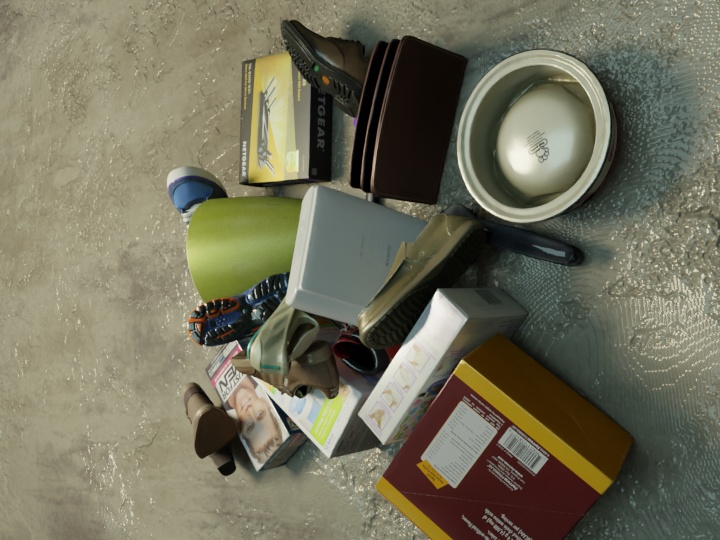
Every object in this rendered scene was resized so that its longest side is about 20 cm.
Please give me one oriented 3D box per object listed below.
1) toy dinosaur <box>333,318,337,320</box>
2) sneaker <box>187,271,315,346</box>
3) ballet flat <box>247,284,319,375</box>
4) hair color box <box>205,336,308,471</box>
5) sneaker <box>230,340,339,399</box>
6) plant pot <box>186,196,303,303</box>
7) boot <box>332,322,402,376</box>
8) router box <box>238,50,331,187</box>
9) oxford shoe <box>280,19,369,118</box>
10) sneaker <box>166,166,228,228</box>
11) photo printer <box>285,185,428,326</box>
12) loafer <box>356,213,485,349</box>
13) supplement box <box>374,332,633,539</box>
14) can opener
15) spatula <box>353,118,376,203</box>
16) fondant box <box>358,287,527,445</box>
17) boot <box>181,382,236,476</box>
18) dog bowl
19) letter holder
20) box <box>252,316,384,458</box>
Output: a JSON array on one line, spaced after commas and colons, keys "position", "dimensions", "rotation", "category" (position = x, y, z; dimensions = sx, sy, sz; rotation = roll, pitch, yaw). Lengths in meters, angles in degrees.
[{"position": [0.000, 0.000, 1.096], "dimensions": [0.058, 0.100, 0.201], "rotation": [129, 151, -53], "category": "toy dinosaur"}, {"position": [-0.142, 0.054, 1.111], "dimensions": [0.078, 0.198, 0.076], "rotation": [130, 127, -78], "category": "sneaker"}, {"position": [-0.074, 0.054, 1.029], "dimensions": [0.069, 0.070, 0.201], "rotation": [-10, 39, 40], "category": "ballet flat"}, {"position": [-0.163, 0.204, 1.267], "dimensions": [0.100, 0.060, 0.201], "rotation": [-50, 60, 28], "category": "hair color box"}, {"position": [-0.106, 0.141, 1.081], "dimensions": [0.199, 0.070, 0.076], "rotation": [-7, 104, 49], "category": "sneaker"}, {"position": [-0.120, -0.033, 1.175], "dimensions": [0.199, 0.187, 0.189], "rotation": [-11, 82, 25], "category": "plant pot"}, {"position": [-0.010, 0.070, 1.085], "dimensions": [0.200, 0.144, 0.073], "rotation": [40, 115, 36], "category": "boot"}, {"position": [-0.118, -0.235, 1.245], "dimensions": [0.156, 0.052, 0.202], "rotation": [0, 89, 40], "category": "router box"}, {"position": [-0.038, -0.301, 1.141], "dimensions": [0.084, 0.073, 0.200], "rotation": [-39, 69, -17], "category": "oxford shoe"}, {"position": [-0.233, -0.054, 1.249], "dimensions": [0.080, 0.200, 0.147], "rotation": [-19, 58, 5], "category": "sneaker"}, {"position": [0.013, -0.006, 1.023], "dimensions": [0.069, 0.199, 0.168], "rotation": [135, 148, -56], "category": "photo printer"}, {"position": [0.066, 0.010, 0.953], "dimensions": [0.200, 0.076, 0.067], "rotation": [-44, 49, -9], "category": "loafer"}, {"position": [0.162, 0.221, 0.908], "dimensions": [0.197, 0.133, 0.201], "rotation": [38, 114, 17], "category": "supplement box"}, {"position": [0.177, -0.038, 0.984], "dimensions": [0.199, 0.063, 0.079], "rotation": [13, 101, 30], "category": "can opener"}, {"position": [0.013, -0.172, 1.149], "dimensions": [0.056, 0.020, 0.202], "rotation": [-5, 89, 58], "category": "spatula"}, {"position": [0.102, 0.116, 0.985], "dimensions": [0.058, 0.144, 0.201], "rotation": [43, 115, 31], "category": "fondant box"}, {"position": [-0.253, 0.236, 1.285], "dimensions": [0.146, 0.070, 0.201], "rotation": [52, 156, 40], "category": "boot"}, {"position": [0.215, -0.154, 0.942], "dimensions": [0.199, 0.073, 0.202], "rotation": [-2, 88, 40], "category": "dog bowl"}, {"position": [0.041, -0.199, 1.048], "dimensions": [0.100, 0.142, 0.202], "rotation": [19, 101, 39], "category": "letter holder"}, {"position": [-0.052, 0.158, 1.145], "dimensions": [0.200, 0.101, 0.113], "rotation": [39, 113, 34], "category": "box"}]
